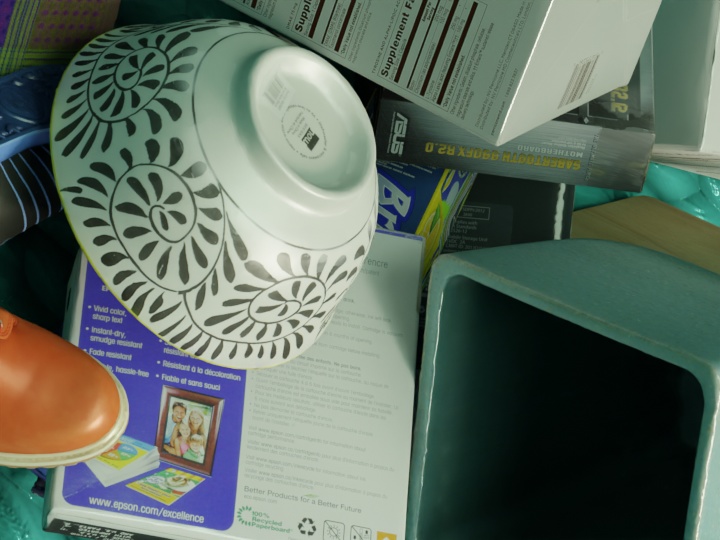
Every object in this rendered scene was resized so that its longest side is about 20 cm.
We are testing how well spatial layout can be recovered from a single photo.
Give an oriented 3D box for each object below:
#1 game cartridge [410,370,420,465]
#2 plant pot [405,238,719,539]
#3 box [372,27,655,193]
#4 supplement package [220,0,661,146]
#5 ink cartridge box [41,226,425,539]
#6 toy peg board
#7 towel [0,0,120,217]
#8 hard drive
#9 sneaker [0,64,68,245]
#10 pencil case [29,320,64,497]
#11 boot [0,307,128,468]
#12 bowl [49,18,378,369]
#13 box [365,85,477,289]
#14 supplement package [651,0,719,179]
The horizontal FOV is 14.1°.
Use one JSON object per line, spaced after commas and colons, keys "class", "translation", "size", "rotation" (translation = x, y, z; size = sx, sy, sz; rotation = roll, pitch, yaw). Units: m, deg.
{"class": "game cartridge", "translation": [0.047, 0.138, 1.750], "size": [0.200, 0.041, 0.133], "rotation": [-83, 160, -67]}
{"class": "plant pot", "translation": [0.167, 0.087, 1.602], "size": [0.200, 0.196, 0.196], "rotation": [-18, 121, -44]}
{"class": "box", "translation": [0.090, -0.137, 1.696], "size": [0.200, 0.158, 0.048], "rotation": [-86, -175, -45]}
{"class": "supplement package", "translation": [0.050, -0.188, 1.560], "size": [0.191, 0.200, 0.147], "rotation": [-26, 141, -60]}
{"class": "ink cartridge box", "translation": [-0.066, 0.060, 1.573], "size": [0.198, 0.043, 0.200], "rotation": [12, 66, -16]}
{"class": "toy peg board", "translation": [0.180, 0.044, 1.844], "size": [0.199, 0.200, 0.098], "rotation": [-14, 119, -40]}
{"class": "towel", "translation": [-0.208, -0.090, 1.533], "size": [0.200, 0.023, 0.144], "rotation": [-7, 121, -51]}
{"class": "hard drive", "translation": [0.058, -0.038, 1.756], "size": [0.033, 0.139, 0.200], "rotation": [8, 88, -75]}
{"class": "sneaker", "translation": [-0.181, -0.055, 1.523], "size": [0.200, 0.070, 0.078], "rotation": [-12, 137, -49]}
{"class": "pencil case", "translation": [-0.120, 0.040, 1.631], "size": [0.087, 0.078, 0.200], "rotation": [42, 62, -5]}
{"class": "boot", "translation": [-0.209, 0.041, 1.464], "size": [0.200, 0.107, 0.075], "rotation": [20, 72, -5]}
{"class": "bowl", "translation": [-0.054, -0.058, 1.510], "size": [0.201, 0.094, 0.201], "rotation": [26, 49, -35]}
{"class": "box", "translation": [0.000, 0.000, 1.681], "size": [0.070, 0.064, 0.200], "rotation": [74, 39, -66]}
{"class": "supplement package", "translation": [0.254, -0.123, 1.941], "size": [0.200, 0.117, 0.117], "rotation": [11, 87, -43]}
